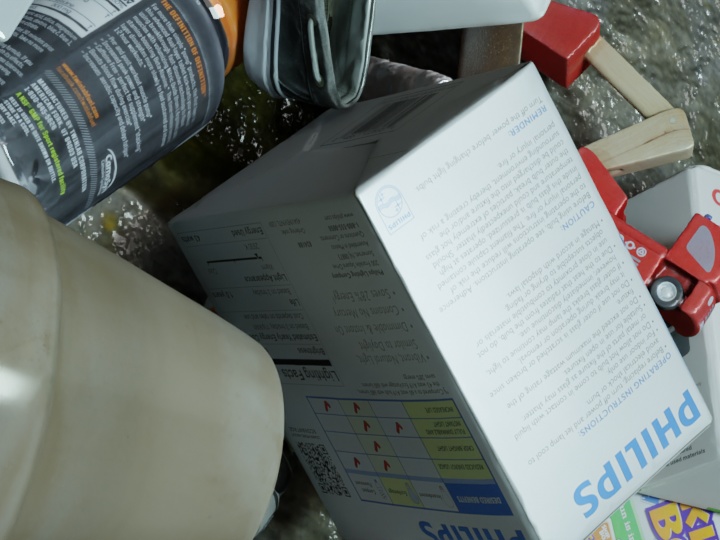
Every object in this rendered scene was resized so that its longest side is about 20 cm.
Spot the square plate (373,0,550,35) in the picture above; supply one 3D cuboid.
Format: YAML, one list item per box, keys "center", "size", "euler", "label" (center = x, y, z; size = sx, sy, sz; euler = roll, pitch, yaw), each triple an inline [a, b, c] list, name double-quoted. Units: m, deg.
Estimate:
- center: [0.044, -0.217, 1.147]
  size: [0.028, 0.197, 0.201]
  euler: [52, 49, -41]
  label: "square plate"

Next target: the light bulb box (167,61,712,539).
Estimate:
- center: [0.035, 0.025, 0.993]
  size: [0.124, 0.198, 0.201]
  euler: [-36, 106, -27]
  label: "light bulb box"

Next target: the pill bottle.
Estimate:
- center: [-0.140, -0.093, 1.014]
  size: [0.200, 0.106, 0.107]
  euler: [-39, 105, -40]
  label: "pill bottle"

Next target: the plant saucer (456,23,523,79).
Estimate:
- center: [0.076, -0.134, 1.193]
  size: [0.036, 0.201, 0.202]
  euler: [6, 71, 1]
  label: "plant saucer"

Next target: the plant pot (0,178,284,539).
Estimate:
- center: [-0.136, 0.070, 0.903]
  size: [0.172, 0.199, 0.202]
  euler: [17, 68, -31]
  label: "plant pot"

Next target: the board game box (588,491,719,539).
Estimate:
- center: [0.184, 0.164, 1.289]
  size: [0.199, 0.030, 0.097]
  euler: [3, 77, -43]
  label: "board game box"

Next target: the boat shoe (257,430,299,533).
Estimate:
- center: [-0.103, 0.051, 1.040]
  size: [0.201, 0.070, 0.064]
  euler: [54, 51, -27]
  label: "boat shoe"

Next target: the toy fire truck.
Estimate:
- center: [0.161, -0.065, 1.256]
  size: [0.199, 0.049, 0.142]
  euler: [32, 77, 14]
  label: "toy fire truck"

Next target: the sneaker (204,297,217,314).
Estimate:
- center: [0.000, 0.000, 1.139]
  size: [0.199, 0.075, 0.093]
  euler: [13, 66, -40]
  label: "sneaker"

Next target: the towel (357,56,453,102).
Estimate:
- center: [0.061, -0.036, 1.130]
  size: [0.032, 0.200, 0.192]
  euler: [-37, 108, -9]
  label: "towel"

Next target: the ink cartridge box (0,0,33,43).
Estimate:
- center: [-0.209, -0.157, 0.909]
  size: [0.083, 0.199, 0.146]
  euler: [44, 55, -27]
  label: "ink cartridge box"

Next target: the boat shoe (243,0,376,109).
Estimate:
- center: [-0.011, -0.179, 1.019]
  size: [0.072, 0.071, 0.202]
  euler: [-30, 133, -48]
  label: "boat shoe"

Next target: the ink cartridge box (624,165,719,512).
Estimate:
- center: [0.246, 0.051, 1.313]
  size: [0.145, 0.084, 0.202]
  euler: [17, 60, -36]
  label: "ink cartridge box"
